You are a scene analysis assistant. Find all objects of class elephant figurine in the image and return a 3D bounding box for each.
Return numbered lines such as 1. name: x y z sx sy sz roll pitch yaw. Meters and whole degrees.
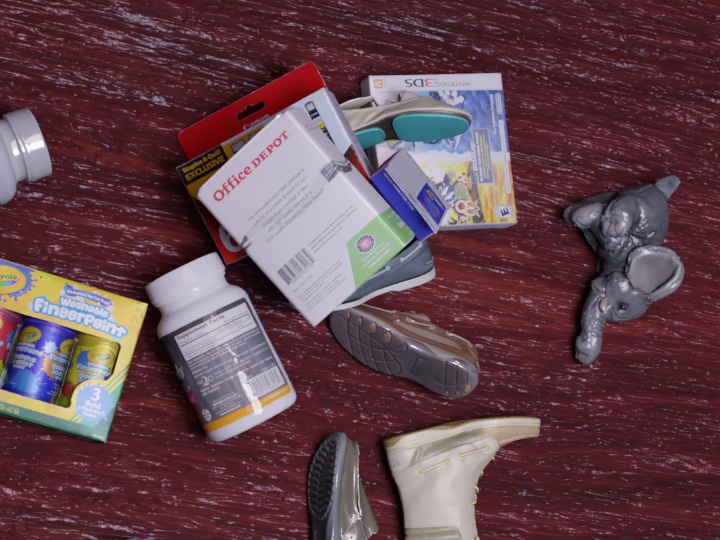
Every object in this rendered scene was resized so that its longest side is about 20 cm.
1. elephant figurine: 0.343 -0.001 1.842 0.141 0.155 0.200 -30 106 -61

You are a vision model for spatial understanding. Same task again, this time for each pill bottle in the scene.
1. pill bottle: -0.456 -0.114 1.608 0.200 0.111 0.111 -21 89 -19
2. pill bottle: -0.165 0.088 1.665 0.116 0.116 0.200 -26 89 -19

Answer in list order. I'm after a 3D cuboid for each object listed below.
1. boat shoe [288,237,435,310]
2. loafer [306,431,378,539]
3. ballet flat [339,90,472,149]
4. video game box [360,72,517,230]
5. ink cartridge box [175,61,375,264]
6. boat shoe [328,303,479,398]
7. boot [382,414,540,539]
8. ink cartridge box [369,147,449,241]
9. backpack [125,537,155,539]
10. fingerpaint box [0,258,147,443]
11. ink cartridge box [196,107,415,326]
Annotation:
1. boat shoe: 0.000 0.000 1.744 0.200 0.073 0.062 -16 113 -25
2. loafer: -0.019 0.293 1.709 0.070 0.075 0.200 5 85 -28
3. ballet flat: 0.034 -0.188 1.749 0.200 0.069 0.070 -9 84 4
4. video game box: 0.099 -0.150 1.818 0.182 0.047 0.200 -4 83 -15
5. ink cartridge box: -0.106 -0.130 1.694 0.200 0.084 0.176 -28 90 7
6. boat shoe: 0.055 0.087 1.764 0.200 0.076 0.072 28 41 -3
7. boot: 0.136 0.260 1.754 0.200 0.073 0.156 -9 84 -16
8. ink cartridge box: 0.058 -0.088 1.677 0.037 0.200 0.095 -38 95 11
9. backpack: -0.256 0.395 1.581 0.200 0.151 0.178 -36 92 -23
10. fingerpaint box: -0.363 0.090 1.626 0.200 0.073 0.167 19 77 -14
11. ink cartridge box: -0.060 -0.062 1.603 0.145 0.084 0.200 -41 90 14
